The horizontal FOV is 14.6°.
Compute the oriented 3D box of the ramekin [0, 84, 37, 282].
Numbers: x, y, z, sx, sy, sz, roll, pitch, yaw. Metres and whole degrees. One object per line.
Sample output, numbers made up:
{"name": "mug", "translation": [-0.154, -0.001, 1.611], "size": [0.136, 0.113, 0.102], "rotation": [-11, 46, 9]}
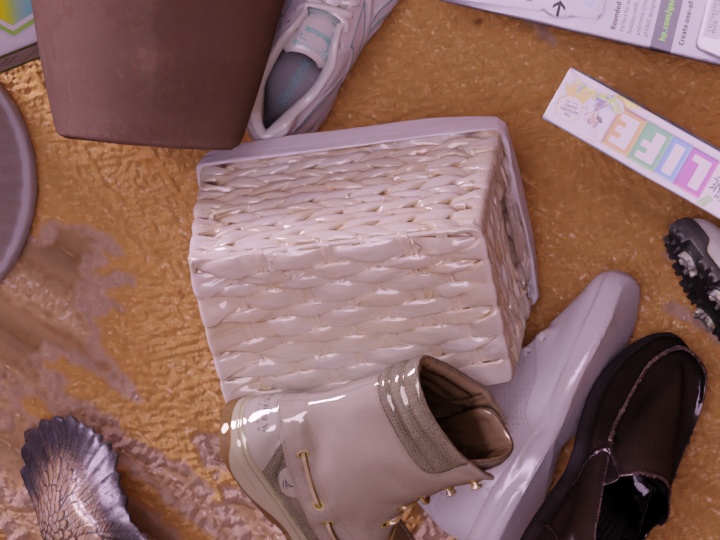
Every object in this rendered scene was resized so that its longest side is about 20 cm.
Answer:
{"name": "ramekin", "translation": [-0.318, -0.058, 1.822], "size": [0.202, 0.094, 0.203], "rotation": [0, 91, 11]}

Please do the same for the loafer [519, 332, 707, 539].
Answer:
{"name": "loafer", "translation": [0.167, 0.126, 1.703], "size": [0.071, 0.073, 0.200], "rotation": [-1, 53, 48]}

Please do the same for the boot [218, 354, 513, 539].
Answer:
{"name": "boot", "translation": [0.028, 0.131, 1.705], "size": [0.155, 0.072, 0.200], "rotation": [-17, 132, 28]}

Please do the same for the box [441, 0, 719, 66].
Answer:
{"name": "box", "translation": [0.160, -0.221, 1.744], "size": [0.200, 0.041, 0.156], "rotation": [13, 93, 6]}

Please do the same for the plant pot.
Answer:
{"name": "plant pot", "translation": [-0.125, -0.163, 1.698], "size": [0.200, 0.200, 0.175], "rotation": [5, 94, 11]}

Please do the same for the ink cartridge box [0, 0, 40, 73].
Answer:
{"name": "ink cartridge box", "translation": [-0.245, -0.176, 1.766], "size": [0.200, 0.059, 0.104], "rotation": [-25, 85, -30]}

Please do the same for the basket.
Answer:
{"name": "basket", "translation": [0.000, 0.000, 1.720], "size": [0.200, 0.123, 0.136], "rotation": [-6, 124, 12]}

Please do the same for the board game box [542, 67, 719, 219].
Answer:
{"name": "board game box", "translation": [0.185, -0.068, 1.666], "size": [0.134, 0.200, 0.034], "rotation": [30, 96, 10]}

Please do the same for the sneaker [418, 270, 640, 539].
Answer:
{"name": "sneaker", "translation": [0.097, 0.077, 1.757], "size": [0.088, 0.075, 0.200], "rotation": [33, 98, 21]}

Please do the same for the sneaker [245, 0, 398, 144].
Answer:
{"name": "sneaker", "translation": [-0.017, -0.162, 1.761], "size": [0.070, 0.080, 0.200], "rotation": [25, 98, -1]}

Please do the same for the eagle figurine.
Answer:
{"name": "eagle figurine", "translation": [-0.187, 0.208, 1.786], "size": [0.200, 0.152, 0.151], "rotation": [47, 119, 2]}

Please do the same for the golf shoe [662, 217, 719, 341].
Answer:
{"name": "golf shoe", "translation": [0.273, 0.030, 1.726], "size": [0.200, 0.077, 0.088], "rotation": [44, 79, 5]}
